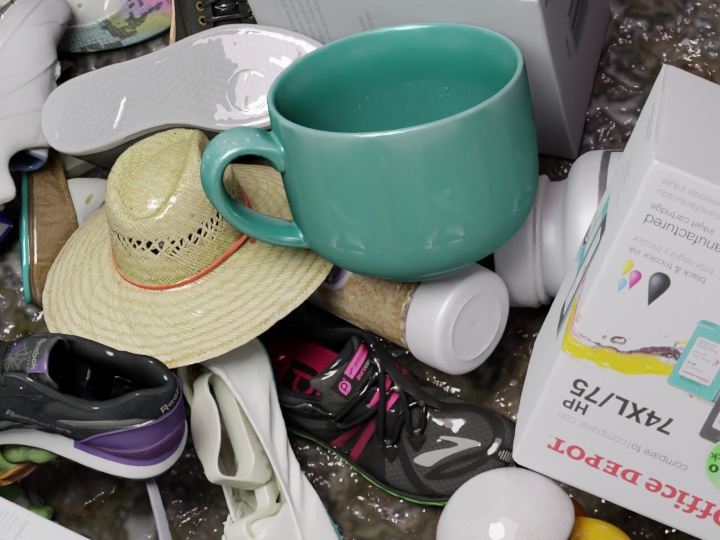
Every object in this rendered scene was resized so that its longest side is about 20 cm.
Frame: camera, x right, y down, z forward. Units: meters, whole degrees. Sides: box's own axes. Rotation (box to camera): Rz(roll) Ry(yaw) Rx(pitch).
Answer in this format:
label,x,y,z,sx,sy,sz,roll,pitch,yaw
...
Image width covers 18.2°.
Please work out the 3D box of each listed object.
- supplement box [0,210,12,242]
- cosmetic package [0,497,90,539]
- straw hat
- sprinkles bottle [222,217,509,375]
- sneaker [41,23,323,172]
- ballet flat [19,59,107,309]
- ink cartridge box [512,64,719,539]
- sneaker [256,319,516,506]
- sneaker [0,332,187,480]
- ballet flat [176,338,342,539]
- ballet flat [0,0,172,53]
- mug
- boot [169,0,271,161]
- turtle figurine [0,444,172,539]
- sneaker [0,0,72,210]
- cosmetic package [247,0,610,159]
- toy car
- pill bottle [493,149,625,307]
label,x,y,z,sx,sy,sz,roll,pitch,yaw
supplement box,-0.342,-0.070,1.520,0.101,0.103,0.200,-48,59,15
cosmetic package,-0.193,0.205,1.295,0.199,0.113,0.081,24,46,11
straw hat,-0.113,-0.036,1.368,0.200,0.085,0.202,-9,38,7
sprinkles bottle,0.000,0.000,1.415,0.200,0.068,0.068,25,71,39
sneaker,-0.099,-0.107,1.470,0.199,0.099,0.071,-11,77,14
ballet flat,-0.205,-0.067,1.533,0.072,0.068,0.201,-6,57,-11
ink cartridge box,0.192,0.021,1.257,0.146,0.201,0.146,22,27,-1
sneaker,0.007,0.085,1.388,0.199,0.084,0.077,19,70,21
sneaker,-0.197,0.059,1.293,0.199,0.088,0.076,8,58,2
ballet flat,-0.065,0.134,1.359,0.069,0.069,0.201,-20,83,2
ballet flat,-0.226,-0.191,1.586,0.199,0.071,0.069,-3,58,11
mug,0.014,-0.064,1.336,0.184,0.115,0.152,0,31,21
boot,-0.096,-0.188,1.506,0.077,0.138,0.201,-15,69,-10
turtle figurine,-0.168,0.111,1.401,0.199,0.144,0.194,25,54,9
sneaker,-0.235,-0.111,1.487,0.087,0.074,0.200,37,46,-12
cosmetic package,0.045,-0.182,1.447,0.199,0.200,0.124,8,66,16
toy car,0.062,0.202,1.292,0.200,0.175,0.150,-36,27,-6
pill bottle,0.185,-0.020,1.385,0.199,0.111,0.111,-1,64,13
